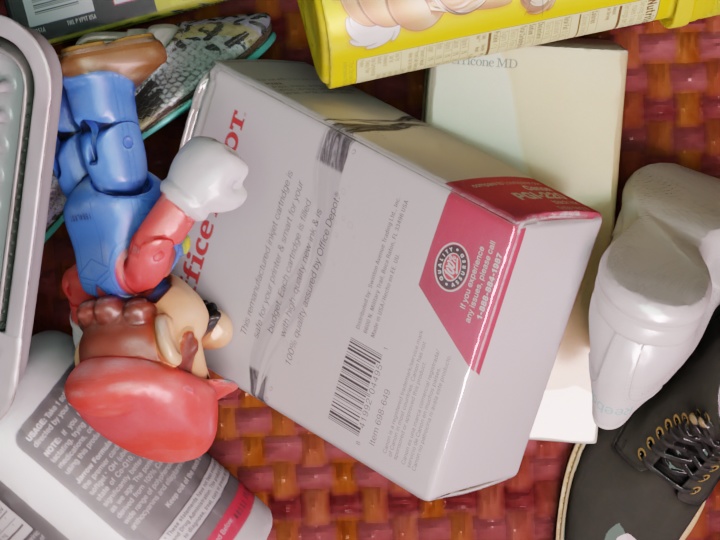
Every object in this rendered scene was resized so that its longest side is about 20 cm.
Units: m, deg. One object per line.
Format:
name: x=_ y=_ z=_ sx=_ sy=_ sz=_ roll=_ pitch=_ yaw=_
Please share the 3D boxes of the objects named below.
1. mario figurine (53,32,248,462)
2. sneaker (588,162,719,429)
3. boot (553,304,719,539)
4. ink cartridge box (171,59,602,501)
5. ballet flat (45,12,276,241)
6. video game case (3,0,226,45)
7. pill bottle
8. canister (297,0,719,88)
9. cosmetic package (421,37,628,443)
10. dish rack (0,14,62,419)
mario figurine: x=-0.098 y=-0.009 z=1.246 sx=0.105 sy=0.123 sz=0.202 roll=-11 pitch=91 yaw=-1
sneaker: x=0.146 y=0.012 z=1.283 sx=0.075 sy=0.200 sz=0.089 roll=23 pitch=117 yaw=14
boot: x=0.160 y=0.090 z=1.310 sx=0.077 sy=0.138 sz=0.201 roll=24 pitch=98 yaw=-4
ink cartridge box: x=0.000 y=0.000 z=1.263 sx=0.199 sy=0.085 sz=0.147 roll=29 pitch=111 yaw=31
ballet flat: x=-0.135 y=-0.078 z=1.314 sx=0.200 sy=0.072 sz=0.072 roll=-41 pitch=97 yaw=5
video game case: x=-0.112 y=-0.229 z=1.316 sx=0.179 sy=0.026 sz=0.202 roll=-14 pitch=97 yaw=1
pill bottle: x=-0.151 y=0.102 z=1.320 sx=0.200 sy=0.111 sz=0.111 roll=41 pitch=96 yaw=-7
canister: x=0.063 y=-0.174 z=1.262 sx=0.198 sy=0.087 sz=0.150 roll=-13 pitch=66 yaw=-6
cosmetic package: x=0.077 y=-0.019 z=1.326 sx=0.104 sy=0.071 sz=0.202 roll=2 pitch=98 yaw=-1
dish rack: x=-0.214 y=-0.040 z=1.234 sx=0.171 sy=0.043 sz=0.202 roll=18 pitch=111 yaw=24
